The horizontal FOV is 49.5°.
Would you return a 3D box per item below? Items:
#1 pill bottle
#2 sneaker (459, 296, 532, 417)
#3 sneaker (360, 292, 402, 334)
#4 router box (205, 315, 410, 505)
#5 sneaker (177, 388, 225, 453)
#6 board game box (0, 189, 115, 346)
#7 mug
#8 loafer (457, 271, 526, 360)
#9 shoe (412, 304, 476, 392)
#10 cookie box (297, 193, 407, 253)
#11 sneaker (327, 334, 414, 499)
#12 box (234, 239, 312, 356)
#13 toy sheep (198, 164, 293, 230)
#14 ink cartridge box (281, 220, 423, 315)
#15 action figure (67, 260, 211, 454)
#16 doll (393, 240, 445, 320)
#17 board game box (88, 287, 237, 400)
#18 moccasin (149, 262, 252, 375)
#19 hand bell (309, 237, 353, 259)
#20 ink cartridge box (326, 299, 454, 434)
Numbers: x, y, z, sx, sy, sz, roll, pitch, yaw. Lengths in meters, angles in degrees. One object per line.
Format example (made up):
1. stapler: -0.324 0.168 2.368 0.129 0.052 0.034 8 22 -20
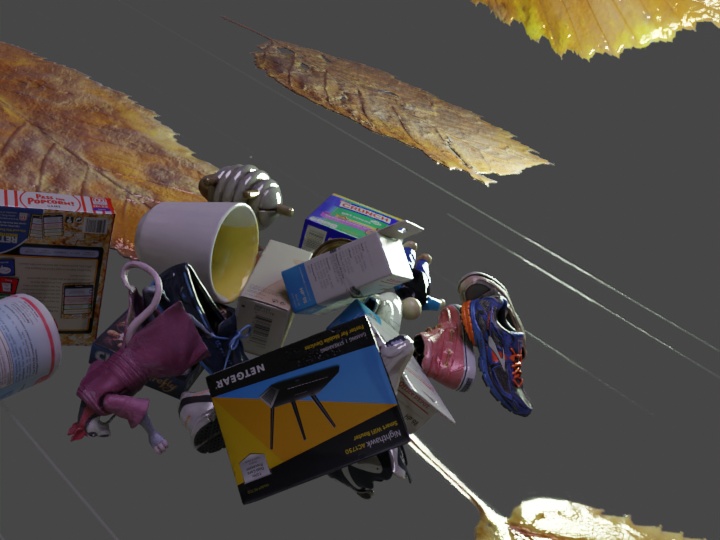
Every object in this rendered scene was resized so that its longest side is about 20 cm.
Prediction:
1. pill bottle: -0.444 0.104 0.866 0.108 0.110 0.199 30 29 22
2. sneaker: 0.221 0.128 1.208 0.075 0.078 0.202 11 54 -62
3. sneaker: 0.024 0.073 1.252 0.074 0.088 0.200 25 26 14
4. router box: -0.058 0.157 0.885 0.051 0.198 0.151 59 9 -76
5. sneaker: -0.140 0.163 0.993 0.198 0.075 0.080 -8 34 -42
6. board game box: -0.401 0.002 0.985 0.150 0.202 0.046 3 29 -29
7. mug: -0.252 -0.023 1.187 0.151 0.188 0.150 11 40 17
8. loafer: 0.230 0.080 1.307 0.200 0.071 0.063 47 17 -38
9. shoe: 0.127 0.111 1.262 0.090 0.072 0.201 19 30 -12
10. cookie box: -0.010 -0.065 1.492 0.169 0.076 0.200 21 21 5
11. sneaker: 0.032 0.187 0.939 0.129 0.200 0.079 39 5 17
12. box: -0.135 0.040 1.204 0.077 0.096 0.201 17 28 -1
13. toy sheep: -0.213 -0.131 1.440 0.198 0.139 0.138 23 27 19
14. ink cartridge box: 0.000 0.000 1.133 0.116 0.198 0.068 11 59 -70
15. action figure: -0.268 0.117 0.912 0.133 0.150 0.200 23 58 30
16. doll: 0.100 0.025 1.425 0.136 0.048 0.201 40 27 -14
17. board game box: -0.267 0.090 1.090 0.134 0.035 0.200 20 26 3
18. moccasin: -0.191 0.079 1.020 0.201 0.068 0.081 52 9 -18
19. hand bell: -0.022 0.012 1.314 0.103 0.105 0.200 22 -3 8
20. ink cartridge box: 0.038 0.144 1.079 0.116 0.067 0.200 42 9 -38
